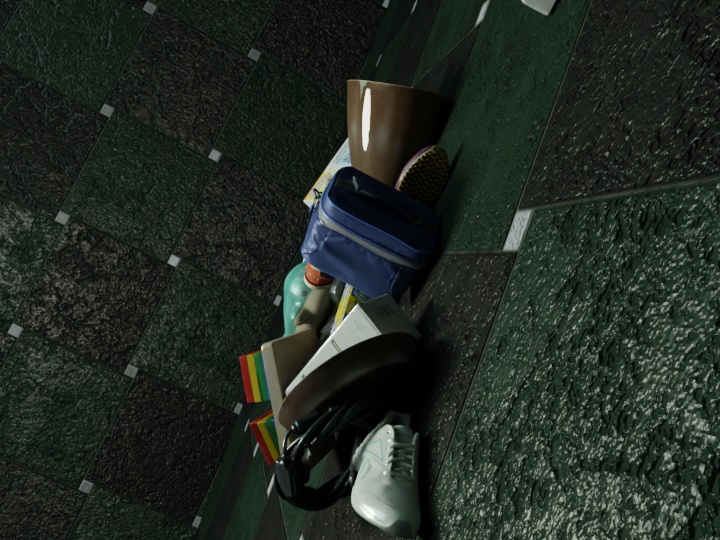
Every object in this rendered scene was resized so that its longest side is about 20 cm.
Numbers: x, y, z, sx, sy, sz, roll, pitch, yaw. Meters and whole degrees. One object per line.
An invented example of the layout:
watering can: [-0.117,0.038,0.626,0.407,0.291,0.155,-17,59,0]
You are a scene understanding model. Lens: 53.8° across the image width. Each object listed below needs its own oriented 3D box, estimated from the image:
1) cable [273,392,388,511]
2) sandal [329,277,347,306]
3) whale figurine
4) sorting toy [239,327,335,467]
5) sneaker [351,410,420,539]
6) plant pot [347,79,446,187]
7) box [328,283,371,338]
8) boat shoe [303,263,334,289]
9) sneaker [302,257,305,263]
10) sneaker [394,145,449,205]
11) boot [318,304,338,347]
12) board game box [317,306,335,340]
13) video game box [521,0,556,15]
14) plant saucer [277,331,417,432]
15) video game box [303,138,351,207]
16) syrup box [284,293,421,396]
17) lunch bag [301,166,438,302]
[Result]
cable: [-0.032,0.224,0.880,0.162,0.051,0.201,-31,-37,-24]
sandal: [0.000,0.000,1.256,0.042,0.077,0.200,-8,29,36]
whale figurine: [-0.114,0.070,1.379,0.201,0.103,0.159,-61,-8,17]
sorting toy: [-0.114,0.204,1.106,0.200,0.069,0.202,-7,-94,-76]
sneaker: [0.032,0.213,0.769,0.081,0.070,0.200,-64,10,9]
plant pot: [0.052,-0.237,1.327,0.187,0.184,0.203,-122,40,-77]
box: [-0.012,0.102,1.132,0.070,0.064,0.202,137,152,-68]
boat shoe: [-0.020,-0.029,1.302,0.199,0.071,0.063,-26,-30,-37]
sneaker: [-0.044,-0.039,1.446,0.146,0.081,0.200,-41,2,-43]
sneaker: [0.081,-0.126,1.168,0.090,0.074,0.201,-94,28,-58]
boot: [-0.048,0.125,1.333,0.211,0.079,0.159,138,149,-59]
board game box: [-0.050,0.079,1.454,0.201,0.029,0.135,-56,12,1]
video game box: [0.266,-0.459,0.941,0.183,0.046,0.201,-83,17,-61]
plant saucer: [-0.007,0.150,0.881,0.032,0.198,0.201,57,139,26]
video game box: [-0.013,-0.213,1.488,0.201,0.047,0.182,-57,25,-16]
syrup box: [-0.014,0.131,0.976,0.078,0.082,0.200,-15,-30,-53]
lunch bag: [0.012,-0.064,1.055,0.133,0.198,0.136,-58,9,34]
